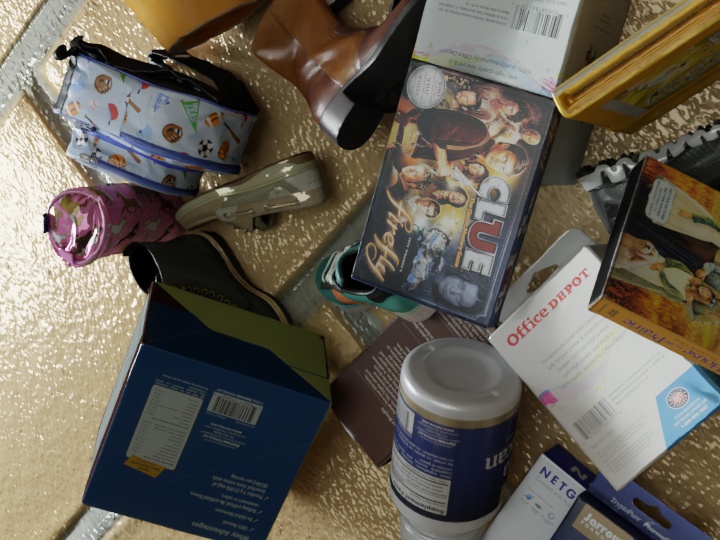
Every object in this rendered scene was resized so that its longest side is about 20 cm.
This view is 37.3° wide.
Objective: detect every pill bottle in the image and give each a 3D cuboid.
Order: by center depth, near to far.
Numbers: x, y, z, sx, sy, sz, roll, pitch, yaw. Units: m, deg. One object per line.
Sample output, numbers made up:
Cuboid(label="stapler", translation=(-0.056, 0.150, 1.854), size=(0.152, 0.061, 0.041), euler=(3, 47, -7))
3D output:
Cuboid(label="pill bottle", translation=(0.085, 0.173, 1.001), size=(0.111, 0.111, 0.201), euler=(21, 125, 26))

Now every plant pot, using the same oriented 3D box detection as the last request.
Cuboid(label="plant pot", translation=(-0.196, -0.344, 1.143), size=(0.200, 0.200, 0.184), euler=(-26, 96, 27))

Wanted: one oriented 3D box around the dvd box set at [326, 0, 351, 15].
Cuboid(label="dvd box set", translation=(-0.034, -0.394, 1.130), size=(0.146, 0.029, 0.200), euler=(-37, 75, 25))

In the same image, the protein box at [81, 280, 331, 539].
Cuboid(label="protein box", translation=(-0.159, 0.153, 1.113), size=(0.198, 0.135, 0.201), euler=(19, 113, -14))

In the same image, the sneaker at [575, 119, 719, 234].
Cuboid(label="sneaker", translation=(0.298, -0.080, 0.952), size=(0.199, 0.066, 0.091), euler=(-18, 90, 30))

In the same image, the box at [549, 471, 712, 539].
Cuboid(label="box", translation=(0.219, 0.292, 0.979), size=(0.121, 0.032, 0.201), euler=(35, 108, 23))

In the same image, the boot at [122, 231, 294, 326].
Cuboid(label="boot", translation=(-0.166, 0.044, 1.169), size=(0.200, 0.138, 0.078), euler=(46, 112, 17))

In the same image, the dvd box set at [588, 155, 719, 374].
Cuboid(label="dvd box set", translation=(0.298, 0.011, 0.878), size=(0.199, 0.029, 0.147), euler=(27, 64, -4))

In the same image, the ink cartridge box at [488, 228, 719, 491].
Cuboid(label="ink cartridge box", translation=(0.226, 0.069, 0.963), size=(0.129, 0.125, 0.200), euler=(-46, 73, 23))

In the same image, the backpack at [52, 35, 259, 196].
Cuboid(label="backpack", translation=(-0.215, -0.162, 1.162), size=(0.190, 0.200, 0.155), euler=(16, 103, 20))

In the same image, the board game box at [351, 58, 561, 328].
Cuboid(label="board game box", translation=(0.082, -0.067, 0.920), size=(0.135, 0.035, 0.201), euler=(20, 103, 21))

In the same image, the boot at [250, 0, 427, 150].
Cuboid(label="boot", translation=(-0.013, -0.246, 1.076), size=(0.189, 0.068, 0.200), euler=(-58, 48, 25))

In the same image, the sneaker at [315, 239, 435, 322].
Cuboid(label="sneaker", translation=(0.000, 0.000, 1.069), size=(0.200, 0.080, 0.072), euler=(7, 68, 58))

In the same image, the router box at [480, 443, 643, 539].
Cuboid(label="router box", translation=(0.211, 0.301, 1.030), size=(0.200, 0.049, 0.180), euler=(38, 110, 21))

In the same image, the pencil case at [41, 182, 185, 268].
Cuboid(label="pencil case", translation=(-0.267, -0.054, 1.187), size=(0.086, 0.200, 0.083), euler=(-17, 91, 19))

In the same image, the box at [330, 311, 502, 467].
Cuboid(label="box", translation=(0.065, 0.097, 1.085), size=(0.200, 0.075, 0.100), euler=(-46, 73, 21))

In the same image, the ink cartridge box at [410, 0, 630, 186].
Cuboid(label="ink cartridge box", translation=(0.141, -0.189, 0.982), size=(0.145, 0.144, 0.201), euler=(21, 102, 25))

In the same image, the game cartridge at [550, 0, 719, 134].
Cuboid(label="game cartridge", translation=(0.267, -0.174, 0.883), size=(0.176, 0.200, 0.033), euler=(-33, 75, 27))

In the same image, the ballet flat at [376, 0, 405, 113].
Cuboid(label="ballet flat", translation=(0.053, -0.255, 1.076), size=(0.066, 0.057, 0.201), euler=(20, 103, 25))

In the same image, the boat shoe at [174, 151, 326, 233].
Cuboid(label="boat shoe", translation=(-0.123, -0.071, 1.178), size=(0.199, 0.072, 0.065), euler=(-18, 97, 33))
